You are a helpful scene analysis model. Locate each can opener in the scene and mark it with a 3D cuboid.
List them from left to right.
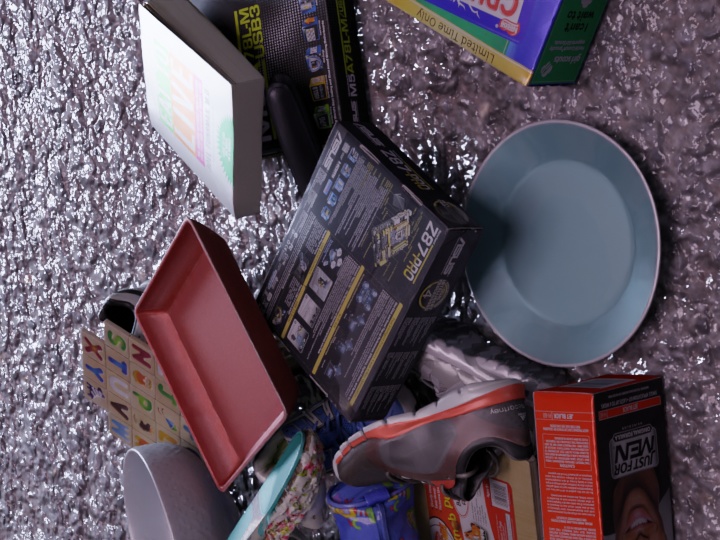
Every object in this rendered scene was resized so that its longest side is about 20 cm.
[{"bbox_3d":[-0.038,-0.082,1.468,0.078,0.063,0.201,-24,105,2],"label":"can opener"}]

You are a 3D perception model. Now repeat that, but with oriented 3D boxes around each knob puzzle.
[{"bbox_3d":[0.090,0.215,1.420,0.219,0.030,0.221,27,128,40],"label":"knob puzzle"}]

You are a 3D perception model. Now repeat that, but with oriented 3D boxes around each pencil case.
[{"bbox_3d":[0.032,0.273,1.430,0.087,0.078,0.201,-169,61,-72],"label":"pencil case"}]

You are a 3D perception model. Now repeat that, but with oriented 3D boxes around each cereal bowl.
[{"bbox_3d":[-0.166,0.263,1.618,0.200,0.083,0.201,168,90,-68],"label":"cereal bowl"}]

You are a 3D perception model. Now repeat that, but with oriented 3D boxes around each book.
[{"bbox_3d":[-0.143,-0.153,1.518,0.200,0.048,0.134,45,140,48],"label":"book"}]

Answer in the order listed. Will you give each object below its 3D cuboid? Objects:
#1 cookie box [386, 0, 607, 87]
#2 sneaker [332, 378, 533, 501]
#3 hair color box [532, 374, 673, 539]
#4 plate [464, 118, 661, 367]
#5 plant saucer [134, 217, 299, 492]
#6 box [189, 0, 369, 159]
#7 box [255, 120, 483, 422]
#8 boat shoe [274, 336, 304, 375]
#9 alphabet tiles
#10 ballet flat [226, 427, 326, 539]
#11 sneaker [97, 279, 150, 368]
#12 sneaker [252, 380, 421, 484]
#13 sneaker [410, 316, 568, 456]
[{"bbox_3d":[0.127,-0.271,1.310,0.171,0.075,0.201,36,119,34],"label":"cookie box"},{"bbox_3d":[0.057,0.154,1.336,0.200,0.077,0.082,-29,72,40],"label":"sneaker"},{"bbox_3d":[0.192,0.187,1.282,0.061,0.101,0.201,-1,95,43],"label":"hair color box"},{"bbox_3d":[0.165,-0.022,1.336,0.199,0.025,0.202,5,97,42],"label":"plate"},{"bbox_3d":[-0.127,0.076,1.491,0.200,0.037,0.200,62,149,15],"label":"plant saucer"},{"bbox_3d":[-0.083,-0.208,1.533,0.192,0.047,0.201,-6,91,42],"label":"box"},{"bbox_3d":[0.000,0.000,1.382,0.161,0.049,0.201,46,122,37],"label":"box"},{"bbox_3d":[-0.065,0.063,1.528,0.199,0.073,0.063,-25,80,43],"label":"boat shoe"},{"bbox_3d":[-0.204,0.139,1.649,0.199,0.006,0.167,29,137,23],"label":"alphabet tiles"},{"bbox_3d":[-0.068,0.221,1.460,0.200,0.064,0.076,-57,17,30],"label":"ballet flat"},{"bbox_3d":[-0.192,0.093,1.649,0.200,0.080,0.074,47,121,27],"label":"sneaker"},{"bbox_3d":[-0.020,0.151,1.482,0.200,0.077,0.076,-33,88,45],"label":"sneaker"},{"bbox_3d":[0.079,0.094,1.394,0.199,0.074,0.083,24,110,39],"label":"sneaker"}]
